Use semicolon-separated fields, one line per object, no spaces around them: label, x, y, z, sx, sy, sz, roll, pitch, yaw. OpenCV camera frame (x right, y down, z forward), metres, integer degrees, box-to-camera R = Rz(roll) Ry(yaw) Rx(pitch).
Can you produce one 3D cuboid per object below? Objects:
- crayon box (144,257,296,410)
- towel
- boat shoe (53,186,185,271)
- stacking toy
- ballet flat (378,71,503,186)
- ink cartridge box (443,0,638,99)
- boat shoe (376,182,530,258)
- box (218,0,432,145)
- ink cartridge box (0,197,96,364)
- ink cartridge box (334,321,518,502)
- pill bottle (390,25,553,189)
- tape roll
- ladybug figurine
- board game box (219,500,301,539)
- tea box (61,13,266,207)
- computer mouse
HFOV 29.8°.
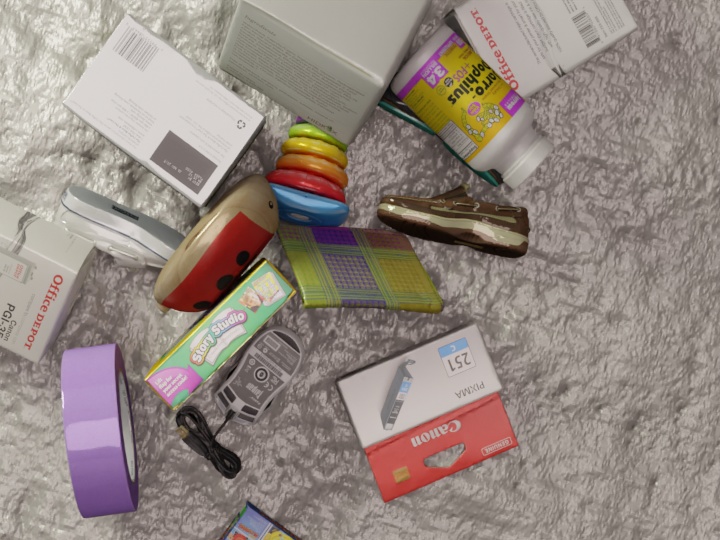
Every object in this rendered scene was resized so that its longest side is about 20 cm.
crayon box;-0.169;0.073;1.643;0.200;0.173;0.058;-45;96;-3
towel;0.000;0.000;1.659;0.198;0.144;0.023;3;132;-29
boat shoe;-0.286;-0.034;1.686;0.199;0.074;0.066;28;107;-5
stacking toy;-0.054;-0.161;1.692;0.115;0.110;0.202;14;79;-5
ballet flat;0.115;-0.188;1.718;0.199;0.073;0.073;35;88;-4
ink cartridge box;0.226;-0.314;1.715;0.199;0.084;0.147;-31;95;-4
boat shoe;0.121;-0.074;1.727;0.200;0.075;0.076;14;77;-12
box;-0.034;-0.304;1.613;0.199;0.171;0.200;30;66;-5
ink cartridge box;-0.440;-0.002;1.633;0.198;0.083;0.147;26;114;-6
ink cartridge box;0.090;0.185;1.740;0.198;0.045;0.178;-22;93;-5
pill bottle;0.138;-0.193;1.638;0.200;0.104;0.104;43;88;-3
tape roll;-0.311;0.191;1.619;0.065;0.200;0.203;-8;93;-6
ladybug figurine;-0.166;-0.023;1.598;0.072;0.136;0.200;41;97;2
board game box;-0.104;0.410;1.731;0.199;0.034;0.136;37;89;-6
tea box;-0.229;-0.185;1.615;0.199;0.197;0.134;37;89;-7
computer mouse;-0.142;0.157;1.717;0.109;0.044;0.200;40;93;-1
